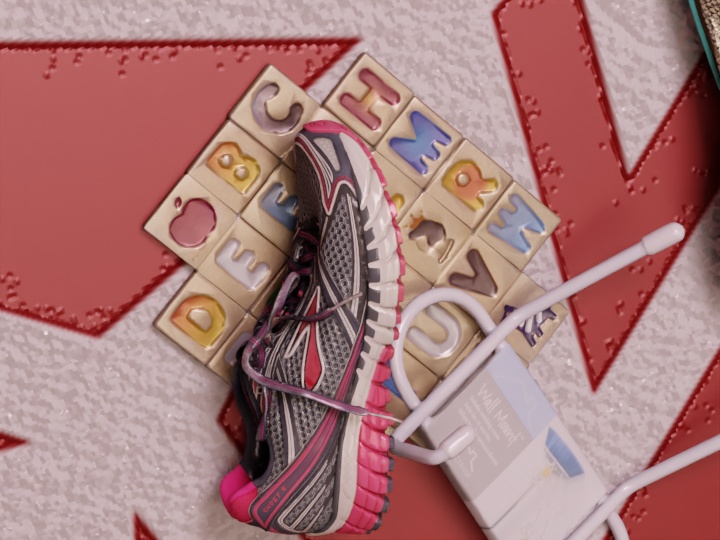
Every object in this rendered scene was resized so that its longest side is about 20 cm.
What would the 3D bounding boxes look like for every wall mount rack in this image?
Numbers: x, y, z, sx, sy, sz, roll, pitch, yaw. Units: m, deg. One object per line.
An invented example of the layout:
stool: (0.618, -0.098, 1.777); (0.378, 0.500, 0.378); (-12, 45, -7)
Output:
wall mount rack: (0.110, 0.076, 1.375); (0.174, 0.075, 0.200); (-44, 114, -22)

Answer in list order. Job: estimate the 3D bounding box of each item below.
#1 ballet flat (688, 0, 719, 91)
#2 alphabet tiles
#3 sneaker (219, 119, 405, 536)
ballet flat: (0.206, -0.078, 1.377); (0.075, 0.068, 0.200); (-6, 100, 23)
alphabet tiles: (0.000, 0.000, 1.368); (0.200, 0.006, 0.166); (39, 87, -18)
sneaker: (-0.022, 0.029, 1.321); (0.075, 0.081, 0.200); (0, 99, -14)
